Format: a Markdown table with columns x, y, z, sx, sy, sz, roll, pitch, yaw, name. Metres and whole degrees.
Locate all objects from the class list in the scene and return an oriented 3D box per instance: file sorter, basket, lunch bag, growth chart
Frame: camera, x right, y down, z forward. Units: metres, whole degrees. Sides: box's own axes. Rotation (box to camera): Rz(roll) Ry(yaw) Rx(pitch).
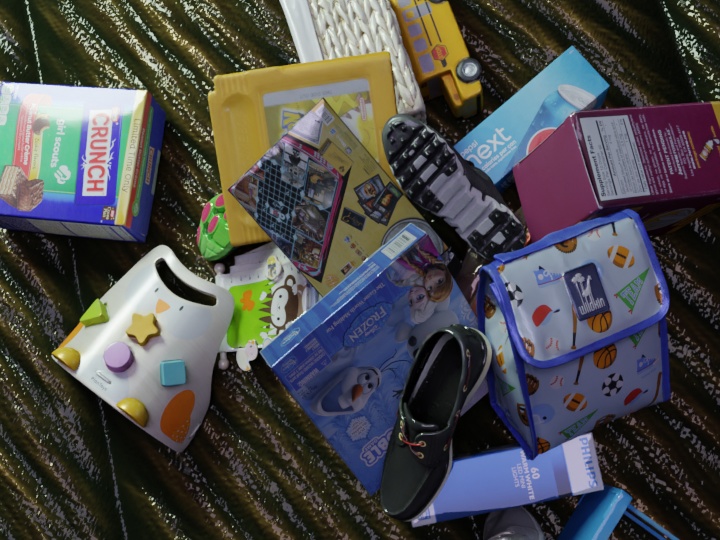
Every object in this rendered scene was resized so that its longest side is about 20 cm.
| x | y | z | sx | sy | sz | roll | pitch | yaw | name |
| --- | --- | --- | --- | --- | --- | --- | --- | --- | --- |
| 0.241 | 0.335 | 0.846 | 0.121 | 0.139 | 0.202 | 34 | 84 | 9 | file sorter |
| -0.005 | -0.231 | 0.997 | 0.121 | 0.136 | 0.205 | -18 | 78 | 1 | basket |
| 0.206 | 0.057 | 0.831 | 0.166 | 0.124 | 0.204 | -19 | 118 | -11 | lunch bag |
| -0.100 | 0.027 | 0.975 | 0.197 | 0.018 | 0.148 | -24 | 68 | 32 | growth chart |

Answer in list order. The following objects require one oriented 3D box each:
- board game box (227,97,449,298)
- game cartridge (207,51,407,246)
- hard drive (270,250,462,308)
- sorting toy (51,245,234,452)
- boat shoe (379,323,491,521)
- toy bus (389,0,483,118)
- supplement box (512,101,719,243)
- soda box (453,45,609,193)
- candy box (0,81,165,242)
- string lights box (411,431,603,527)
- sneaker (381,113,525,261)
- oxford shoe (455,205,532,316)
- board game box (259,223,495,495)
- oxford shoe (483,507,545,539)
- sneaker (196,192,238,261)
| x | y | z | sx | sy | sz | roll | pitch | yaw | name |
| --- | --- | --- | --- | --- | --- | --- | --- | --- | --- |
| -0.022 | -0.054 | 0.879 | 0.135 | 0.035 | 0.201 | -41 | 99 | 3 | board game box |
| -0.054 | -0.126 | 0.900 | 0.195 | 0.032 | 0.181 | -8 | 102 | -1 | game cartridge |
| 0.000 | 0.000 | 0.962 | 0.198 | 0.038 | 0.141 | 33 | 85 | 35 | hard drive |
| -0.241 | 0.071 | 0.985 | 0.198 | 0.107 | 0.182 | 32 | 76 | 12 | sorting toy |
| 0.061 | 0.148 | 0.824 | 0.073 | 0.063 | 0.205 | 28 | 100 | 35 | boat shoe |
| 0.086 | -0.280 | 1.031 | 0.077 | 0.065 | 0.204 | -19 | 76 | 3 | toy bus |
| 0.283 | -0.099 | 0.899 | 0.195 | 0.131 | 0.106 | -8 | 76 | -21 | supplement box |
| 0.192 | -0.163 | 0.994 | 0.199 | 0.064 | 0.068 | -40 | 76 | -2 | soda box |
| -0.353 | -0.134 | 1.050 | 0.194 | 0.077 | 0.174 | 5 | 78 | 7 | candy box |
| 0.146 | 0.218 | 0.898 | 0.195 | 0.103 | 0.060 | -13 | 79 | 4 | string lights box |
| 0.093 | -0.094 | 0.904 | 0.199 | 0.091 | 0.066 | 41 | 108 | -20 | sneaker |
| 0.162 | -0.036 | 0.970 | 0.072 | 0.071 | 0.202 | 33 | 81 | 22 | oxford shoe |
| 0.031 | 0.094 | 0.868 | 0.199 | 0.043 | 0.201 | -39 | 120 | -7 | board game box |
| 0.144 | 0.287 | 0.841 | 0.058 | 0.201 | 0.075 | 41 | 108 | -10 | oxford shoe |
| -0.114 | -0.075 | 1.007 | 0.199 | 0.083 | 0.078 | -38 | 56 | 17 | sneaker |
